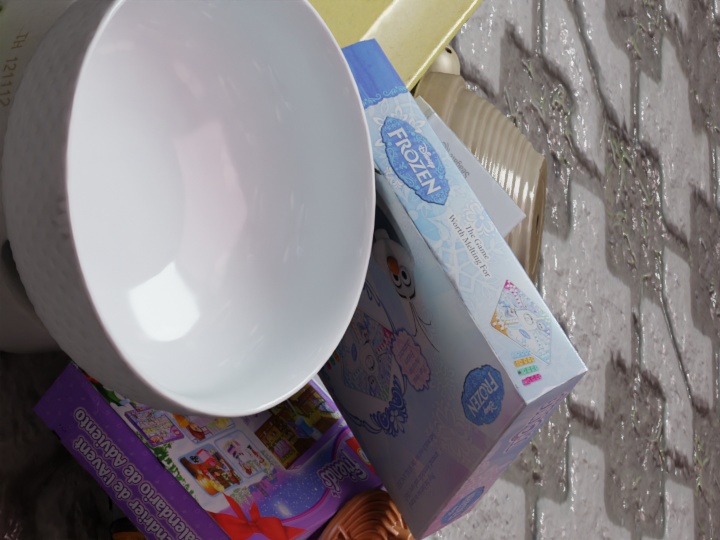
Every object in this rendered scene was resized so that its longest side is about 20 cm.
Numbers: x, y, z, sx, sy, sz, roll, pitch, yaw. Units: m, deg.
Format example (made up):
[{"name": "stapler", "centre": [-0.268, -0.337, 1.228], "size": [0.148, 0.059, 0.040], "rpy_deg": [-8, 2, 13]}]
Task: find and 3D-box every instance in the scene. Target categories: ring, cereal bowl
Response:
[{"name": "ring", "centre": [-0.010, 0.219, 0.989], "size": [0.200, 0.019, 0.202], "rpy_deg": [14, 90, -70]}, {"name": "cereal bowl", "centre": [-0.084, -0.036, 0.802], "size": [0.199, 0.083, 0.202], "rpy_deg": [4, 85, -51]}]

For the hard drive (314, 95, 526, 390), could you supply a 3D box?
[{"name": "hard drive", "centre": [0.000, 0.000, 1.123], "size": [0.027, 0.200, 0.132], "rpy_deg": [48, 4, 41]}]

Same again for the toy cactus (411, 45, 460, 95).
[{"name": "toy cactus", "centre": [0.057, -0.188, 1.354], "size": [0.200, 0.101, 0.166], "rpy_deg": [-54, 139, -62]}]

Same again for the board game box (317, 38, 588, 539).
[{"name": "board game box", "centre": [0.019, 0.017, 0.937], "size": [0.043, 0.200, 0.200], "rpy_deg": [-23, 72, -24]}]

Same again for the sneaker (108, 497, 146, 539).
[{"name": "sneaker", "centre": [-0.075, 0.115, 1.056], "size": [0.200, 0.078, 0.078], "rpy_deg": [-12, 90, -60]}]

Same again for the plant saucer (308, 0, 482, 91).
[{"name": "plant saucer", "centre": [0.007, -0.193, 1.037], "size": [0.200, 0.048, 0.201], "rpy_deg": [-52, 149, -26]}]

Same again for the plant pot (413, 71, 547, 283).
[{"name": "plant pot", "centre": [0.081, -0.036, 1.279], "size": [0.201, 0.092, 0.203], "rpy_deg": [7, 90, -81]}]

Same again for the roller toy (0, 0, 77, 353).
[{"name": "roller toy", "centre": [-0.135, -0.054, 0.918], "size": [0.200, 0.139, 0.184], "rpy_deg": [-20, 101, -61]}]

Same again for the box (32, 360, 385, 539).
[{"name": "box", "centre": [-0.070, 0.093, 0.967], "size": [0.137, 0.039, 0.200], "rpy_deg": [46, 21, 11]}]

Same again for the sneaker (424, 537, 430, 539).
[{"name": "sneaker", "centre": [-0.007, 0.218, 1.153], "size": [0.200, 0.073, 0.119], "rpy_deg": [-2, 89, -67]}]
